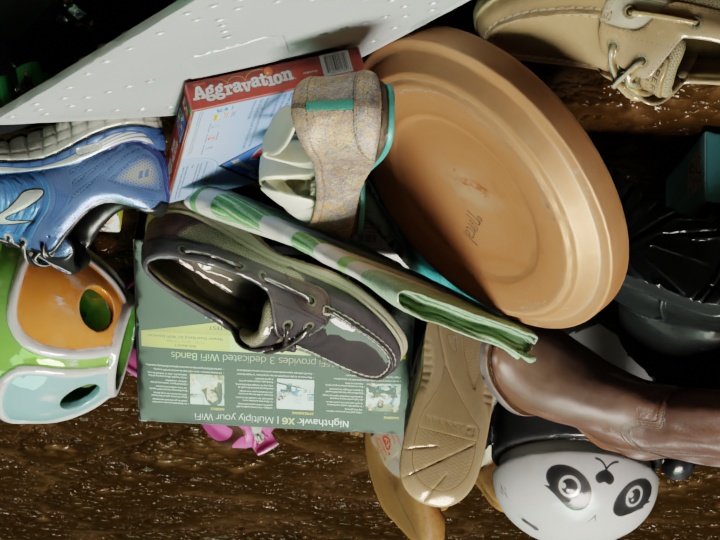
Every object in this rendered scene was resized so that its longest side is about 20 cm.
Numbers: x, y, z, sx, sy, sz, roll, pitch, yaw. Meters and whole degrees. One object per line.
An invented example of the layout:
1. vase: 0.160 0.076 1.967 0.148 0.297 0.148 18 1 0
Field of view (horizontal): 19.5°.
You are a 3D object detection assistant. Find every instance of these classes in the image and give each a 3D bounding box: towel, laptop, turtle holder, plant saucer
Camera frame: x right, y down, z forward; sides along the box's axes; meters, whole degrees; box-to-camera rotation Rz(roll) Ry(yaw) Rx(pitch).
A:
1. towel: 0.000 0.000 1.288 0.199 0.024 0.152 28 -176 41
2. laptop: -0.186 -0.156 1.187 0.200 0.104 0.177 39 146 -14
3. turtle holder: -0.232 0.055 1.498 0.131 0.141 0.187 13 125 0
4. plant saucer: 0.069 -0.048 1.212 0.200 0.032 0.201 37 150 26

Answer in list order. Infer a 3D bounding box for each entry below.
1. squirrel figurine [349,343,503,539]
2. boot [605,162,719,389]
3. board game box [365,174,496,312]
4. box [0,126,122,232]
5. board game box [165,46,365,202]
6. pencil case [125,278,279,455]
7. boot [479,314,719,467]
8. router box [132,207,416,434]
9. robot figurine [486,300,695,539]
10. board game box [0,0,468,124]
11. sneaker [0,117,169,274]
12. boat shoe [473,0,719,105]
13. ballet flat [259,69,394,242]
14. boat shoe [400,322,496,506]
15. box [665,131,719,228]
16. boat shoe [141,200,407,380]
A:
1. squirrel figurine: 0.087 0.106 1.652 0.186 0.143 0.200 -13 -151 -32
2. boot: 0.178 0.008 1.354 0.197 0.074 0.163 26 162 22
3. board game box: 0.064 -0.047 1.285 0.135 0.028 0.200 48 153 5
4. box: -0.254 -0.066 1.361 0.198 0.051 0.075 4 157 0
5. board game box: -0.062 -0.084 1.251 0.102 0.020 0.200 -12 170 -12
6. pencil case: -0.123 0.075 1.628 0.090 0.094 0.200 -27 151 10
7. boot: 0.197 0.082 1.312 0.199 0.065 0.186 8 166 46
8. router box: -0.059 0.035 1.476 0.198 0.052 0.158 3 124 0
9. robot figurine: 0.156 0.097 1.502 0.149 0.202 0.125 -9 155 27
10. board game box: -0.070 -0.126 1.131 0.199 0.026 0.199 -8 170 -44
11. sneaker: -0.208 -0.035 1.273 0.199 0.090 0.079 -17 178 12
12. boat shoe: 0.158 -0.128 1.137 0.198 0.065 0.071 -2 157 12
13. ballet flat: -0.024 -0.067 1.201 0.067 0.069 0.200 -1 161 -7
14. boat shoe: 0.069 0.063 1.438 0.071 0.202 0.065 17 171 -9
15. box: 0.303 -0.041 1.348 0.198 0.050 0.082 7 159 -9
16. boat shoe: -0.061 0.024 1.392 0.199 0.065 0.072 33 135 -15
